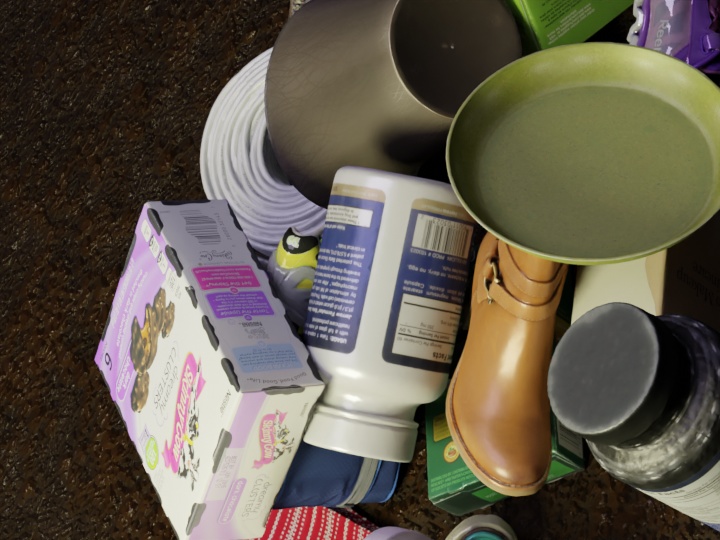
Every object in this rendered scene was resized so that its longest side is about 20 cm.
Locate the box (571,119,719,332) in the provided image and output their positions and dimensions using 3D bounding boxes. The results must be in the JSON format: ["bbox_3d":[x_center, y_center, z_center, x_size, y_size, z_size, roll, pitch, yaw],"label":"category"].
[{"bbox_3d":[0.205,0.008,1.482,0.077,0.095,0.201,-12,62,40],"label":"box"}]

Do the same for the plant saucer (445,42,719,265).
[{"bbox_3d":[0.157,-0.074,1.429,0.199,0.031,0.201,-4,50,5],"label":"plant saucer"}]

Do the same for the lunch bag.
[{"bbox_3d":[-0.055,0.107,1.680,0.200,0.132,0.137,23,104,52],"label":"lunch bag"}]

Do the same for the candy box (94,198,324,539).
[{"bbox_3d":[-0.116,0.075,1.577,0.200,0.071,0.168,59,140,38],"label":"candy box"}]

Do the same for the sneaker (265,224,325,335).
[{"bbox_3d":[0.000,0.000,1.638,0.075,0.200,0.077,26,110,27],"label":"sneaker"}]

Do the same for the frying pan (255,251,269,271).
[{"bbox_3d":[-0.056,0.012,1.718,0.190,0.114,0.031,-163,94,-77],"label":"frying pan"}]

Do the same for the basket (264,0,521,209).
[{"bbox_3d":[0.027,-0.151,1.627,0.200,0.135,0.181,-19,65,63],"label":"basket"}]

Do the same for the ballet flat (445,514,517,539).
[{"bbox_3d":[0.046,0.259,1.543,0.200,0.069,0.069,-54,40,7],"label":"ballet flat"}]

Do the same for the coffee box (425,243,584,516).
[{"bbox_3d":[0.105,0.071,1.592,0.123,0.044,0.201,-25,52,33],"label":"coffee box"}]

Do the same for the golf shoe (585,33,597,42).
[{"bbox_3d":[0.143,-0.121,1.622,0.092,0.073,0.201,-19,43,21],"label":"golf shoe"}]

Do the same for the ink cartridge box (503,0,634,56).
[{"bbox_3d":[0.128,-0.252,1.673,0.148,0.076,0.200,-37,34,-18],"label":"ink cartridge box"}]

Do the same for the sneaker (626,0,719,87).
[{"bbox_3d":[0.243,-0.173,1.566,0.088,0.080,0.201,15,84,43],"label":"sneaker"}]

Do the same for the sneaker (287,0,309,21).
[{"bbox_3d":[-0.033,-0.215,1.899,0.070,0.075,0.201,9,96,21],"label":"sneaker"}]

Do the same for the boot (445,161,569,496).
[{"bbox_3d":[0.117,0.038,1.464,0.156,0.076,0.201,111,168,-50],"label":"boot"}]

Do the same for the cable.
[{"bbox_3d":[-0.043,-0.106,1.804,0.200,0.069,0.201,36,97,36],"label":"cable"}]

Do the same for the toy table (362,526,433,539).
[{"bbox_3d":[0.065,0.276,1.430,0.117,0.201,0.184,4,30,46],"label":"toy table"}]

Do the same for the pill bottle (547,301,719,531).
[{"bbox_3d":[0.211,0.094,1.340,0.112,0.200,0.112,-24,52,35],"label":"pill bottle"}]

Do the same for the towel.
[{"bbox_3d":[-0.064,0.240,1.696,0.200,0.022,0.145,24,88,51],"label":"towel"}]

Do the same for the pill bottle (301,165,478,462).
[{"bbox_3d":[0.017,0.033,1.537,0.111,0.111,0.201,10,88,49],"label":"pill bottle"}]
